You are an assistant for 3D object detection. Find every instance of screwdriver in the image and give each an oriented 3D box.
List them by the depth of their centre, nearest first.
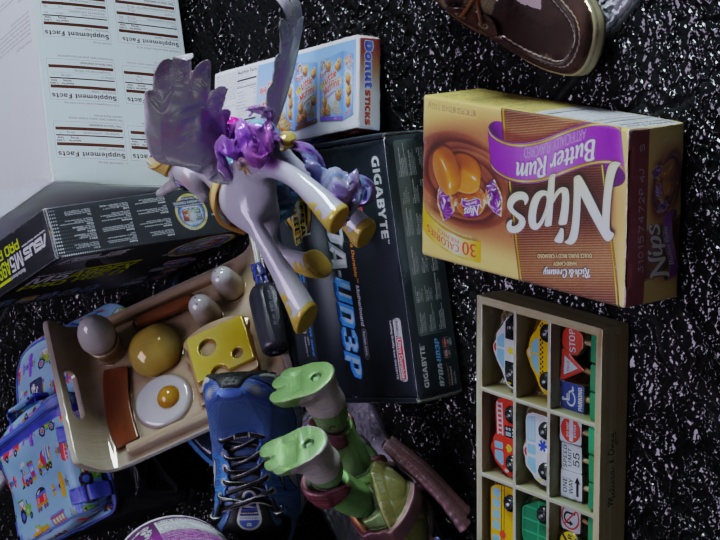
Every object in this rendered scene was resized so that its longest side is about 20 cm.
[{"bbox_3d":[-0.090,-0.017,1.532,0.028,0.029,0.201,63,-173,-58],"label":"screwdriver"}]

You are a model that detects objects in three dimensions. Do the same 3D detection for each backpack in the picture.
[{"bbox_3d":[-0.255,0.138,1.729,0.182,0.134,0.202,-27,74,50],"label":"backpack"}]

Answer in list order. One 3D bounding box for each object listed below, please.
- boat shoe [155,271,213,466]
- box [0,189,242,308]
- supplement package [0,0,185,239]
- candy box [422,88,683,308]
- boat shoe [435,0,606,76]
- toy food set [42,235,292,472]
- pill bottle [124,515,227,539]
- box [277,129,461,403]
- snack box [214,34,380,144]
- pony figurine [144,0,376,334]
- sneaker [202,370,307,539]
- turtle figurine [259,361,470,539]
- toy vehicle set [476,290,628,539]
[{"bbox_3d":[-0.132,0.087,1.601,0.200,0.084,0.069,54,134,27],"label":"boat shoe"},{"bbox_3d":[-0.209,-0.021,1.576,0.160,0.199,0.045,-26,79,51],"label":"box"},{"bbox_3d":[-0.253,-0.140,1.627,0.191,0.146,0.202,-25,69,52],"label":"supplement package"},{"bbox_3d":[0.125,-0.052,1.260,0.199,0.056,0.118,18,112,50],"label":"candy box"},{"bbox_3d":[0.082,-0.190,1.269,0.200,0.072,0.073,46,131,36],"label":"boat shoe"},{"bbox_3d":[-0.158,0.064,1.544,0.199,0.060,0.144,-24,57,8],"label":"toy food set"},{"bbox_3d":[-0.141,0.256,1.480,0.200,0.111,0.113,-166,69,-75],"label":"pill bottle"},{"bbox_3d":[0.000,0.000,1.438,0.158,0.046,0.202,-4,95,53],"label":"box"},{"bbox_3d":[-0.054,-0.134,1.485,0.199,0.024,0.073,-6,81,53],"label":"snack box"},{"bbox_3d":[-0.079,-0.082,1.385,0.200,0.166,0.194,41,135,23],"label":"pony figurine"},{"bbox_3d":[-0.081,0.158,1.483,0.090,0.078,0.201,-85,-14,-46],"label":"sneaker"},{"bbox_3d":[-0.032,0.173,1.405,0.199,0.144,0.195,14,145,41],"label":"turtle figurine"},{"bbox_3d":[0.132,0.123,1.313,0.124,0.026,0.202,14,109,50],"label":"toy vehicle set"}]
